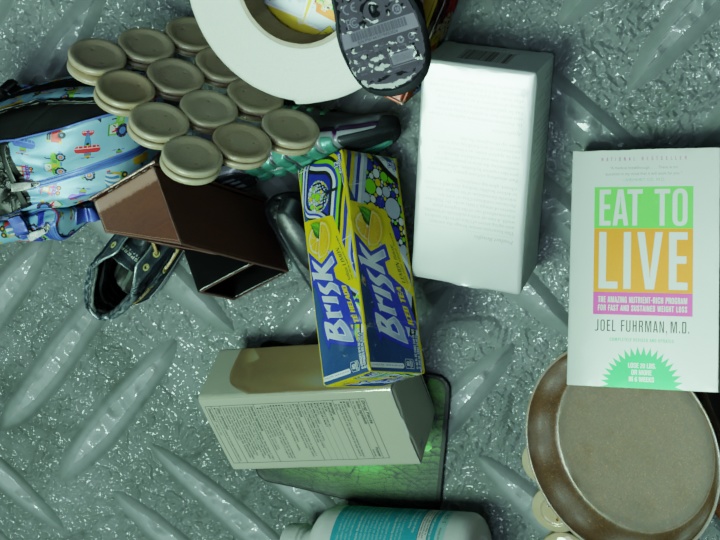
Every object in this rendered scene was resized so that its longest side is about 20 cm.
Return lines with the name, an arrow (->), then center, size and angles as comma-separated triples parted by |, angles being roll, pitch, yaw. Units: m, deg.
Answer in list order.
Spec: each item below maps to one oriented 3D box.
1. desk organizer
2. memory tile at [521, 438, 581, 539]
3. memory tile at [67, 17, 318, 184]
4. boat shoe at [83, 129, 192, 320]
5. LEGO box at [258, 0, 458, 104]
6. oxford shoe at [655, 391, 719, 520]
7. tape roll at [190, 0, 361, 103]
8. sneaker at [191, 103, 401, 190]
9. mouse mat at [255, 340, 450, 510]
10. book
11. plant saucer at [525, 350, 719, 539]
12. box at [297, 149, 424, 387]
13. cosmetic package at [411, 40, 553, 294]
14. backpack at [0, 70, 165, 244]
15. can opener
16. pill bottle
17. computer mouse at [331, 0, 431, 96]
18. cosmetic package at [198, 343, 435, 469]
desk organizer -> -0.146, -0.031, 1.386 | 0.072, 0.200, 0.077 | -27, 73, 20
memory tile -> 0.238, 0.243, 1.472 | 0.153, 0.017, 0.201 | -6, 109, 23
memory tile -> -0.146, -0.149, 1.344 | 0.200, 0.153, 0.017 | 46, 139, 30
boat shoe -> -0.195, -0.038, 1.479 | 0.071, 0.091, 0.201 | 32, 119, 6
LEGO box -> -0.017, -0.255, 1.329 | 0.199, 0.077, 0.149 | 26, 118, 9
oxford shoe -> 0.320, 0.186, 1.393 | 0.071, 0.071, 0.201 | -21, 92, 34
tape roll -> -0.046, -0.238, 1.282 | 0.202, 0.037, 0.204 | 7, 112, 17
sneaker -> -0.065, -0.133, 1.406 | 0.199, 0.074, 0.088 | -12, 78, 12
mouse mat -> -0.011, 0.157, 1.538 | 0.199, 0.008, 0.162 | 11, 115, 18
book -> 0.243, -0.001, 1.316 | 0.133, 0.048, 0.201 | 0, 90, 26
plant saucer -> 0.237, 0.158, 1.386 | 0.200, 0.034, 0.201 | 12, 108, 38
box -> 0.000, 0.000, 1.374 | 0.064, 0.070, 0.201 | -23, 69, 45
cosmetic package -> 0.106, -0.090, 1.353 | 0.101, 0.071, 0.201 | 10, 114, 17
backpack -> -0.266, -0.108, 1.429 | 0.199, 0.183, 0.135 | -8, 108, 20
can opener -> -0.026, 0.010, 1.454 | 0.063, 0.079, 0.200 | -16, 118, 34
pill bottle -> 0.022, 0.286, 1.519 | 0.199, 0.111, 0.111 | 0, 111, 21
computer mouse -> 0.030, -0.245, 1.209 | 0.140, 0.046, 0.201 | -20, 98, 21
cosmetic package -> -0.040, 0.128, 1.478 | 0.199, 0.071, 0.105 | -4, 129, 21
